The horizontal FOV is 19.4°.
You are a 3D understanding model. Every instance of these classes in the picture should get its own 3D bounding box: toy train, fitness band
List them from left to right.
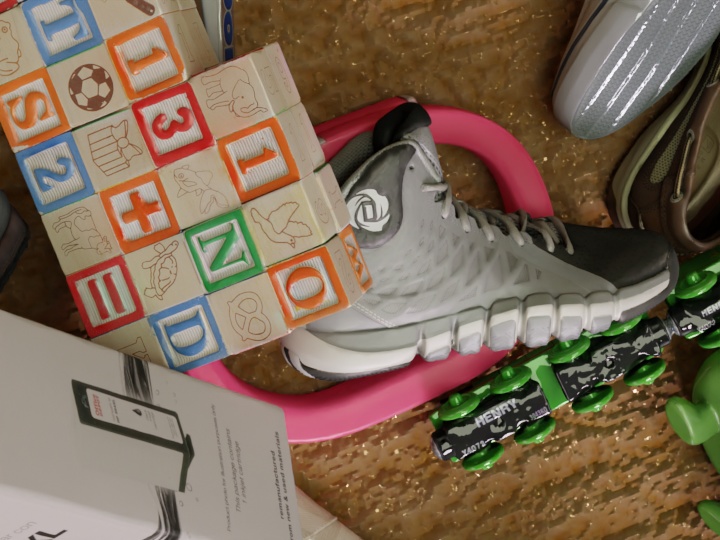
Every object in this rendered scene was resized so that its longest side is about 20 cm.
[{"bbox_3d":[0.000,0.000,1.017,0.199,0.037,0.145,-23,109,-14],"label":"fitness band"},{"bbox_3d":[0.121,0.038,1.036,0.199,0.056,0.042,-27,106,0],"label":"toy train"}]

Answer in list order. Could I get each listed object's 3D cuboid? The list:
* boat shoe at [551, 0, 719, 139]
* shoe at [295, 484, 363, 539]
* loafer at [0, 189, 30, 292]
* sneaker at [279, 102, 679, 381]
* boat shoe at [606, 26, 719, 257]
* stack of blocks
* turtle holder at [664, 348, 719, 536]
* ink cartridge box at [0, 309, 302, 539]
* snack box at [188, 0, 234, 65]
[{"bbox_3d":[0.151,-0.159,1.028,0.073,0.067,0.200,17,116,-51],"label":"boat shoe"},{"bbox_3d":[-0.029,0.146,1.020,0.199,0.053,0.070,31,88,-22],"label":"shoe"},{"bbox_3d":[-0.215,0.048,0.936,0.200,0.072,0.063,-47,131,-1],"label":"loafer"},{"bbox_3d":[0.054,-0.024,0.974,0.199,0.075,0.116,-12,104,-18],"label":"sneaker"},{"bbox_3d":[0.205,-0.093,1.052,0.074,0.075,0.203,29,89,-22],"label":"boat shoe"},{"bbox_3d":[-0.086,-0.061,0.912,0.114,0.059,0.201,-21,95,13],"label":"stack of blocks"},{"bbox_3d":[0.257,0.088,1.071,0.132,0.141,0.186,-44,100,-25],"label":"turtle holder"},{"bbox_3d":[-0.142,0.096,0.877,0.199,0.145,0.085,23,49,-48],"label":"ink cartridge box"},{"bbox_3d":[-0.093,-0.087,0.952,0.071,0.024,0.202,1,99,12],"label":"snack box"}]
